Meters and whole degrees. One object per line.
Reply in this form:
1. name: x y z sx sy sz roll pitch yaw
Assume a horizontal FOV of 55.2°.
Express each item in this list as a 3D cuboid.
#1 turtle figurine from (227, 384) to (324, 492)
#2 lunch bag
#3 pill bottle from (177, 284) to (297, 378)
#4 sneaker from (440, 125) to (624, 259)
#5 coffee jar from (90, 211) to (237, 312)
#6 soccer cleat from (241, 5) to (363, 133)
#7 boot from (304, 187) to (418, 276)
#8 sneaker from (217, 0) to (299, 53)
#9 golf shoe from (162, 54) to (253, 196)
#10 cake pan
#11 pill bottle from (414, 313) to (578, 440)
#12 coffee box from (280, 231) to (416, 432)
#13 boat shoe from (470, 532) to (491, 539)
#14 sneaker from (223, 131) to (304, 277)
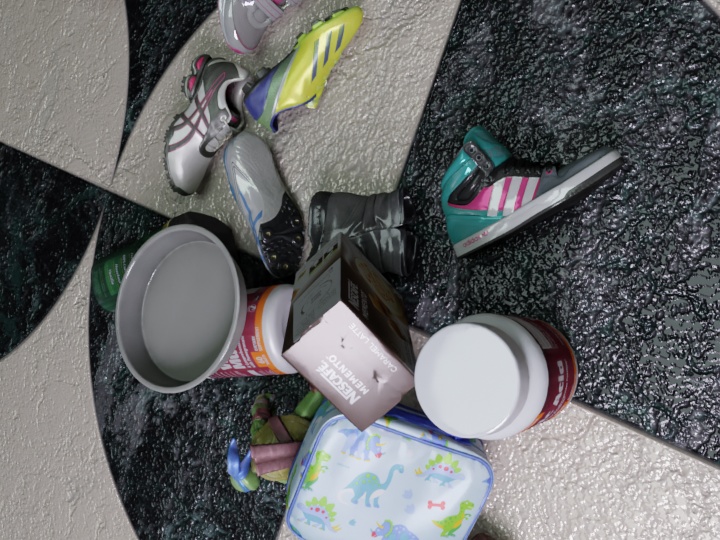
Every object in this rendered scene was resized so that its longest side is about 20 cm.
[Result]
1. turtle figurine: -0.060 0.198 0.837 0.193 0.200 0.144 -37 44 0
2. lunch bag: 0.031 0.219 0.725 0.198 0.083 0.162 19 104 -9
3. pill bottle: -0.163 0.082 0.884 0.198 0.109 0.111 -8 81 28
4. sneaker: 0.166 -0.109 0.738 0.199 0.083 0.122 -29 81 25
5. coffee jar: -0.272 -0.009 0.958 0.198 0.104 0.086 -24 73 26
6. soccer cleat: -0.066 -0.262 0.902 0.199 0.065 0.084 -37 99 17
7. boot: 0.000 0.000 0.829 0.130 0.070 0.203 4 94 21
8. sneaker: -0.120 -0.384 0.921 0.088 0.081 0.202 30 101 29
9. golf shoe: -0.215 -0.199 0.963 0.087 0.077 0.202 17 94 22
10. cake pan: -0.215 0.046 0.835 0.198 0.037 0.203 -6 79 29
11. pill bottle: 0.135 0.100 0.663 0.113 0.199 0.116 -3 84 29
12. coffee box: -0.011 0.053 0.709 0.080 0.200 0.114 -41 105 13
13. boat shoe: 0.100 0.373 0.743 0.072 0.071 0.202 50 124 55
14. sneaker: -0.129 -0.084 0.914 0.072 0.071 0.202 -34 73 59
